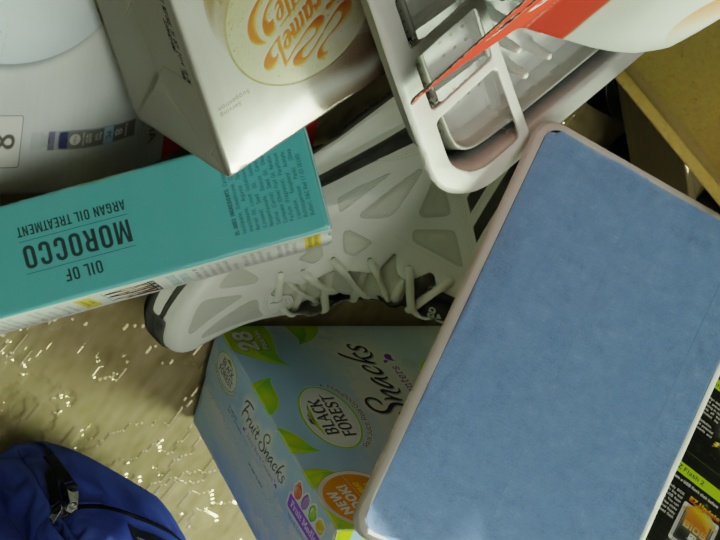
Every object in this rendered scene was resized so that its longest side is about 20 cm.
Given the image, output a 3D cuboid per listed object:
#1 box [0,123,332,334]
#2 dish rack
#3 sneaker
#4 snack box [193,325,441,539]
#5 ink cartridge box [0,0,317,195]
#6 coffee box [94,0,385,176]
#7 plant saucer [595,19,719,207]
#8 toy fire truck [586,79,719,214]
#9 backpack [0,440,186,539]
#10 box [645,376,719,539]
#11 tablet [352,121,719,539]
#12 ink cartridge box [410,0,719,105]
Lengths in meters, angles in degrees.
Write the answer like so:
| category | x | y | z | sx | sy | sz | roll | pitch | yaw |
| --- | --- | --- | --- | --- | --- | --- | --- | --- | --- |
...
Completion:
| category | x | y | z | sx | sy | sz | roll | pitch | yaw |
| --- | --- | --- | --- | --- | --- | --- | --- | --- | --- |
| box | -0.114 | -0.012 | 0.965 | 0.199 | 0.082 | 0.049 | -15 | 86 | -2 |
| dish rack | 0.075 | -0.148 | 0.924 | 0.200 | 0.043 | 0.172 | -39 | 133 | -18 |
| sneaker | 0.000 | 0.000 | 1.030 | 0.200 | 0.116 | 0.076 | -36 | 163 | -3 |
| snack box | 0.038 | 0.099 | 1.086 | 0.199 | 0.169 | 0.068 | -1 | 123 | -27 |
| ink cartridge box | -0.095 | -0.115 | 0.964 | 0.199 | 0.047 | 0.161 | -2 | 119 | -23 |
| coffee box | -0.015 | -0.148 | 0.934 | 0.200 | 0.080 | 0.115 | -34 | 132 | -22 |
| plant saucer | 0.196 | -0.128 | 1.022 | 0.199 | 0.200 | 0.049 | -30 | 158 | -15 |
| toy fire truck | 0.237 | -0.073 | 1.123 | 0.199 | 0.129 | 0.177 | -32 | 129 | -21 |
| backpack | -0.148 | 0.192 | 1.031 | 0.162 | 0.200 | 0.168 | 27 | 105 | -35 |
| box | 0.145 | 0.089 | 1.033 | 0.200 | 0.194 | 0.048 | 37 | 144 | -8 |
| tablet | 0.091 | 0.050 | 0.952 | 0.130 | 0.014 | 0.201 | 28 | 83 | -16 |
| ink cartridge box | 0.132 | -0.120 | 0.854 | 0.200 | 0.162 | 0.050 | -35 | 90 | -25 |
